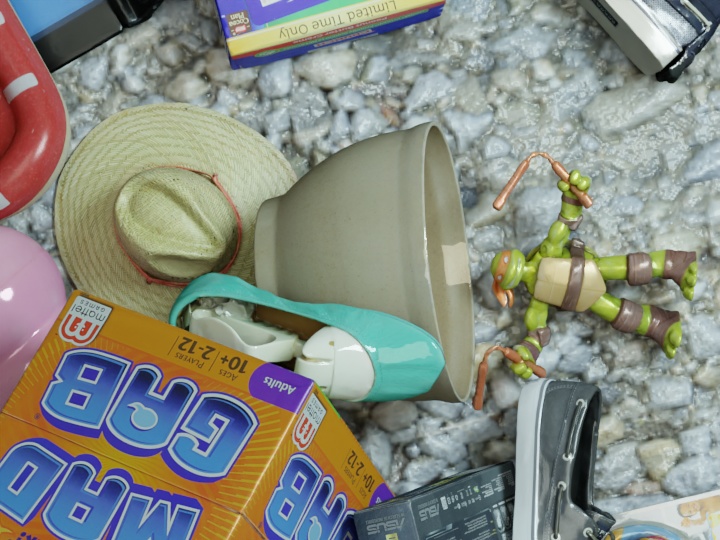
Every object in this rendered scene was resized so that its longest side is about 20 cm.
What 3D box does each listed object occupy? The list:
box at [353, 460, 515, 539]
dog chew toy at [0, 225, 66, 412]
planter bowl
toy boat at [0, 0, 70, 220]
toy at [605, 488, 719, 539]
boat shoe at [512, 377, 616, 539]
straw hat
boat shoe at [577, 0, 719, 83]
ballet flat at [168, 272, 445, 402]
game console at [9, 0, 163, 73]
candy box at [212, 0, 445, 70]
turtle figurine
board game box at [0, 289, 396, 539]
[{"bbox_3d":[0.072,0.227,1.505,0.051,0.200,0.158,-16,87,25],"label":"box"},{"bbox_3d":[-0.244,0.064,1.561,0.124,0.125,0.200,-41,96,-1],"label":"dog chew toy"},{"bbox_3d":[0.000,0.000,1.526,0.134,0.200,0.201,-6,87,11],"label":"planter bowl"},{"bbox_3d":[-0.302,-0.129,1.547,0.130,0.131,0.200,-33,84,16],"label":"toy boat"},{"bbox_3d":[0.223,0.230,1.564,0.199,0.047,0.116,-14,83,7],"label":"toy"},{"bbox_3d":[0.153,0.177,1.542,0.066,0.070,0.201,-4,77,27],"label":"boat shoe"},{"bbox_3d":[-0.138,-0.034,1.576,0.200,0.085,0.202,0,87,1],"label":"straw hat"},{"bbox_3d":[0.197,-0.242,1.595,0.093,0.075,0.200,-42,95,-8],"label":"boat shoe"},{"bbox_3d":[-0.044,0.054,1.428,0.199,0.070,0.068,15,118,23],"label":"ballet flat"},{"bbox_3d":[-0.238,-0.264,1.577,0.116,0.176,0.200,-28,88,-29],"label":"game console"},{"bbox_3d":[-0.042,-0.269,1.590,0.168,0.077,0.201,-15,89,0],"label":"candy box"},{"bbox_3d":[0.161,0.018,1.582,0.161,0.064,0.201,12,101,-3],"label":"turtle figurine"},{"bbox_3d":[-0.128,0.169,1.443,0.199,0.200,0.200,19,69,27],"label":"board game box"}]
